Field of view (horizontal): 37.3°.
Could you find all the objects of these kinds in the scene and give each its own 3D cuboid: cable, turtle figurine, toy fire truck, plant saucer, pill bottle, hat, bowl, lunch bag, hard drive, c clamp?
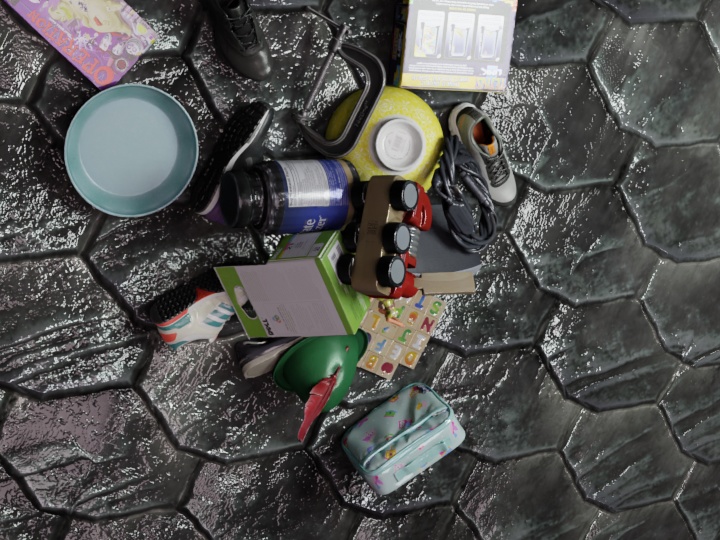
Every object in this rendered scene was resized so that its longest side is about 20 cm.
[{"bbox_3d":[0.168,-0.122,1.731,0.050,0.164,0.200,-16,140,25],"label":"cable"},{"bbox_3d":[0.000,0.000,1.723,0.064,0.161,0.200,-46,117,-3],"label":"turtle figurine"},{"bbox_3d":[0.081,-0.034,1.618,0.200,0.128,0.178,26,70,-53],"label":"toy fire truck"},{"bbox_3d":[-0.343,-0.181,1.593,0.198,0.036,0.202,-9,113,-21],"label":"plant saucer"},{"bbox_3d":[-0.106,-0.112,1.619,0.198,0.112,0.113,-5,107,-26],"label":"pill bottle"},{"bbox_3d":[-0.041,0.211,1.729,0.199,0.177,0.166,-19,145,-17],"label":"hat"},{"bbox_3d":[0.050,-0.197,1.691,0.198,0.108,0.202,-1,94,-13],"label":"bowl"},{"bbox_3d":[0.076,0.287,1.842,0.199,0.160,0.077,-35,116,-8],"label":"lunch bag"},{"bbox_3d":[0.113,-0.045,1.730,0.199,0.042,0.136,-5,82,-40],"label":"hard drive"},{"bbox_3d":[-0.045,-0.284,1.658,0.027,0.170,0.201,-13,128,-66],"label":"c clamp"}]

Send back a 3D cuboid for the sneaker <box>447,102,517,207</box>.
[{"bbox_3d":[0.214,-0.188,1.803,0.074,0.079,0.201,-37,118,-11],"label":"sneaker"}]

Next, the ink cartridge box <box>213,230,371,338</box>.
[{"bbox_3d":[-0.105,0.024,1.643,0.076,0.199,0.149,-59,136,-45],"label":"ink cartridge box"}]

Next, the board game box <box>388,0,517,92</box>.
[{"bbox_3d":[0.151,-0.378,1.733,0.198,0.057,0.167,-1,108,-23],"label":"board game box"}]

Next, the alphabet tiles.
[{"bbox_3d":[0.057,0.086,1.860,0.166,0.006,0.201,25,95,-27],"label":"alphabet tiles"}]

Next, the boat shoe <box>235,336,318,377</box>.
[{"bbox_3d":[-0.114,0.107,1.761,0.199,0.063,0.073,-25,156,-11],"label":"boat shoe"}]

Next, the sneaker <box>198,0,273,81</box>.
[{"bbox_3d":[-0.186,-0.367,1.577,0.076,0.091,0.201,-36,117,-11],"label":"sneaker"}]

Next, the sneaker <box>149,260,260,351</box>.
[{"bbox_3d":[-0.234,0.060,1.707,0.199,0.070,0.094,-27,132,-15],"label":"sneaker"}]

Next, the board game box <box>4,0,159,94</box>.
[{"bbox_3d":[-0.400,-0.364,1.524,0.120,0.032,0.200,-46,117,1],"label":"board game box"}]

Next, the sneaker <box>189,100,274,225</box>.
[{"bbox_3d":[-0.181,-0.165,1.661,0.087,0.076,0.201,27,98,-41],"label":"sneaker"}]
